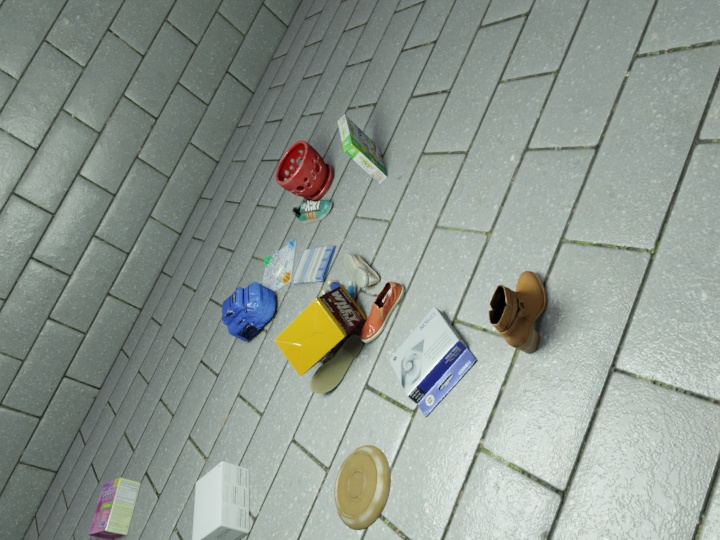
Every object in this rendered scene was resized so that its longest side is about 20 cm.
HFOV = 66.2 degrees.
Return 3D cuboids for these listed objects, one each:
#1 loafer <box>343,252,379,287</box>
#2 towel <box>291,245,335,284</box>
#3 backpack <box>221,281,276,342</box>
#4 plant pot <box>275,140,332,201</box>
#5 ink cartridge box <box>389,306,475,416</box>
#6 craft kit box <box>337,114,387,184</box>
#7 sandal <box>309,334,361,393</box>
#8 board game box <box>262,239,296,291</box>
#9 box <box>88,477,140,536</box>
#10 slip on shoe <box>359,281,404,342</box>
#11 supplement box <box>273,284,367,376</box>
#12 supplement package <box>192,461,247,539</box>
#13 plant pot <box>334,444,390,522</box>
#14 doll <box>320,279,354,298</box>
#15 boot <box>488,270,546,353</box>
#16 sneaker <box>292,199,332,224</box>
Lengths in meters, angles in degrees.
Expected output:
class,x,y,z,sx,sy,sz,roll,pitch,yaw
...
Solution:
class,x,y,z,sx,sy,sz,roll,pitch,yaw
loafer,0.000,0.000,1.793,0.200,0.061,0.074,-132,44,-57
towel,-0.176,-0.019,2.050,0.196,0.024,0.151,-7,58,47
backpack,-0.426,0.149,2.119,0.198,0.166,0.166,-36,46,22
plant pot,-0.220,-0.392,2.244,0.198,0.181,0.205,-31,42,33
ink cartridge box,0.175,0.227,1.403,0.201,0.040,0.201,-51,35,12
craft kit box,0.006,-0.435,1.978,0.048,0.195,0.204,-38,40,25
sandal,-0.072,0.279,1.672,0.213,0.077,0.070,-50,8,2
board game box,-0.342,-0.007,2.247,0.197,0.026,0.205,-29,45,36
box,-1.024,0.992,2.298,0.173,0.096,0.205,-27,45,37
slip on shoe,0.054,0.118,1.622,0.203,0.060,0.074,-57,36,5
supplement box,-0.114,0.174,1.642,0.197,0.134,0.199,-43,-6,21
supplement package,-0.437,0.741,1.731,0.155,0.110,0.204,-40,38,24
plant pot,-0.004,0.545,1.404,0.198,0.027,0.205,-33,42,34
doll,-0.062,0.092,1.799,0.139,0.048,0.200,-57,34,5
boot,0.338,0.066,1.217,0.075,0.154,0.206,-10,56,46
sneaker,-0.196,-0.242,2.188,0.197,0.079,0.073,-17,51,44
